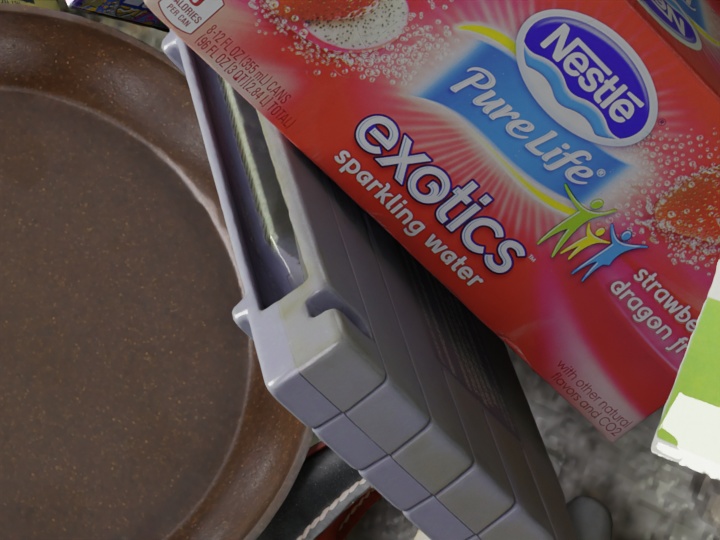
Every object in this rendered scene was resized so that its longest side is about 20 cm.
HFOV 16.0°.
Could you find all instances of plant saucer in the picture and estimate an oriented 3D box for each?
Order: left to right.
[{"bbox_3d":[-0.109,0.018,0.781,0.034,0.199,0.202,137,119,-66],"label":"plant saucer"}]

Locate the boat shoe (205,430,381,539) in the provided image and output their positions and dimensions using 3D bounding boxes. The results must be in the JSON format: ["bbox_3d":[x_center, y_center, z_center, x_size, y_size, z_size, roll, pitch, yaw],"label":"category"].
[{"bbox_3d":[-0.040,0.116,0.844,0.200,0.071,0.063,-46,74,21],"label":"boat shoe"}]

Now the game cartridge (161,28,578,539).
[{"bbox_3d":[0.000,0.000,0.749,0.038,0.130,0.201,-31,38,11],"label":"game cartridge"}]

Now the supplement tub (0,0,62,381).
[{"bbox_3d":[-0.155,-0.008,0.872,0.144,0.145,0.202,-22,77,26],"label":"supplement tub"}]

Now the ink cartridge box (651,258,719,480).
[{"bbox_3d":[0.173,-0.022,0.608,0.147,0.075,0.201,21,88,49],"label":"ink cartridge box"}]

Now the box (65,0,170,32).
[{"bbox_3d":[-0.036,-0.212,0.831,0.192,0.122,0.201,-37,70,23],"label":"box"}]

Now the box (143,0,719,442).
[{"bbox_3d":[0.042,-0.062,0.732,0.100,0.096,0.200,-38,113,20],"label":"box"}]

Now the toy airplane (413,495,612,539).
[{"bbox_3d":[0.118,0.138,0.712,0.199,0.141,0.201,-21,77,27],"label":"toy airplane"}]
